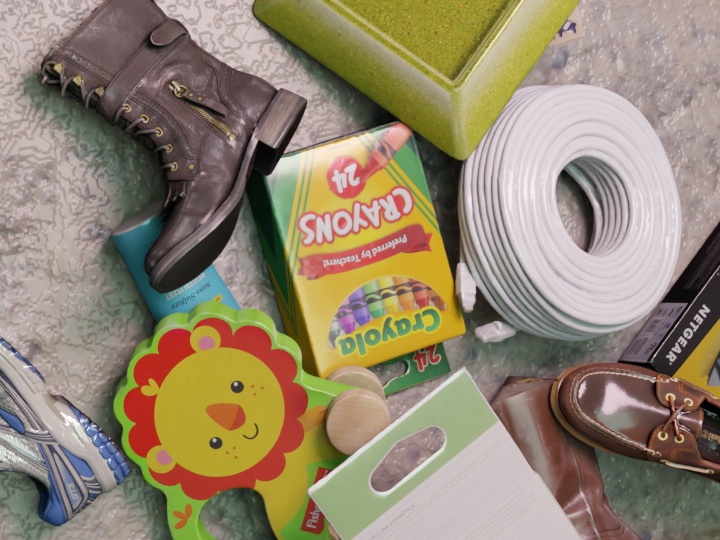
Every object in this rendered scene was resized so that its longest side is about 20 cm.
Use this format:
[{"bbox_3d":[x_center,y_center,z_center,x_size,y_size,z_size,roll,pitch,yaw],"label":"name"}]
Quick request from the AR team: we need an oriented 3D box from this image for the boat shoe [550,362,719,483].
[{"bbox_3d":[0.245,0.117,1.327,0.199,0.070,0.071,17,78,-18],"label":"boat shoe"}]

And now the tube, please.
[{"bbox_3d":[-0.110,0.046,1.256,0.077,0.050,0.201,-32,105,-8],"label":"tube"}]

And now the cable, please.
[{"bbox_3d":[0.161,-0.047,1.329,0.199,0.069,0.202,-1,83,-36],"label":"cable"}]

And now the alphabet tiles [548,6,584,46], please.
[{"bbox_3d":[0.098,-0.261,1.312,0.165,0.006,0.201,-14,95,13],"label":"alphabet tiles"}]

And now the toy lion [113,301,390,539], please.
[{"bbox_3d":[-0.085,0.127,1.235,0.190,0.069,0.201,13,106,-7],"label":"toy lion"}]

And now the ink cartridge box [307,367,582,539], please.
[{"bbox_3d":[0.065,0.184,1.237,0.145,0.048,0.201,-37,107,-9],"label":"ink cartridge box"}]

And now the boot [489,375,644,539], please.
[{"bbox_3d":[0.191,0.165,1.366,0.186,0.064,0.201,-10,77,-44],"label":"boot"}]

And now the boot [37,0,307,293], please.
[{"bbox_3d":[-0.149,-0.097,1.206,0.173,0.069,0.201,30,60,2],"label":"boot"}]

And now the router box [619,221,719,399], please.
[{"bbox_3d":[0.330,0.049,1.425,0.157,0.052,0.200,42,75,-16],"label":"router box"}]

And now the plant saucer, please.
[{"bbox_3d":[0.053,-0.219,1.271,0.199,0.048,0.200,35,85,4],"label":"plant saucer"}]

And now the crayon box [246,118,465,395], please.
[{"bbox_3d":[0.000,0.000,1.295,0.126,0.051,0.201,-18,97,-21],"label":"crayon box"}]

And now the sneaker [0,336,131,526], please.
[{"bbox_3d":[-0.250,0.098,1.182,0.200,0.077,0.085,46,78,-15],"label":"sneaker"}]
